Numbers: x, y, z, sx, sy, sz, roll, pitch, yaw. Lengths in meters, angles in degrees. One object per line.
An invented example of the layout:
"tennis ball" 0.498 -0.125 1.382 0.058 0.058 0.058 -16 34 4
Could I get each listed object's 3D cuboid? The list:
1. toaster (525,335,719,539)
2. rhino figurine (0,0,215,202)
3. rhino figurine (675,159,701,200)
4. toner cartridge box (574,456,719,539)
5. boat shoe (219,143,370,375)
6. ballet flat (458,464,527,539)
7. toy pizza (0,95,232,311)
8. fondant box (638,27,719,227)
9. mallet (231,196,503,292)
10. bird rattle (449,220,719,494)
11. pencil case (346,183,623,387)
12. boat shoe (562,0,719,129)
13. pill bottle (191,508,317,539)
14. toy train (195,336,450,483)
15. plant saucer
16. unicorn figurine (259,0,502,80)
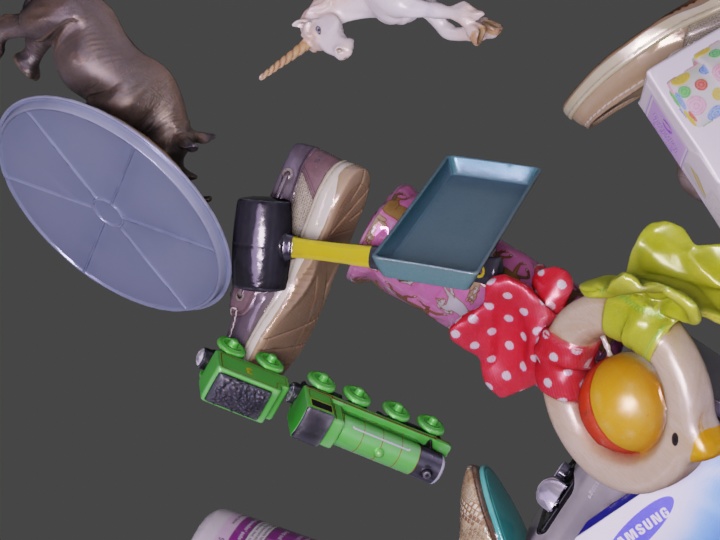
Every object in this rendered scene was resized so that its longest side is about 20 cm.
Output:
"toaster" 0.227 0.164 1.481 0.200 0.119 0.181 35 107 8
"rhino figurine" -0.175 -0.123 1.578 0.087 0.060 0.200 -43 88 15
"rhino figurine" 0.294 -0.042 1.438 0.199 0.087 0.060 28 105 10
"toner cartridge box" 0.243 0.149 1.389 0.200 0.043 0.095 -37 86 18
"boat shoe" -0.060 0.003 1.564 0.065 0.072 0.201 33 110 22
"ballet flat" 0.107 0.235 1.552 0.065 0.070 0.201 -29 88 22
"toy pizza" -0.170 -0.050 1.552 0.199 0.032 0.201 26 146 19
"fondant box" 0.296 -0.105 1.377 0.199 0.058 0.145 -30 77 -8
"mallet" 0.000 0.000 1.474 0.199 0.041 0.066 15 99 25
"bird rattle" 0.151 0.062 1.370 0.199 0.112 0.164 -26 81 42
"pencil case" 0.088 0.018 1.514 0.199 0.083 0.087 31 122 9
"boat shoe" 0.227 -0.145 1.459 0.199 0.072 0.065 -33 88 12
"pill bottle" -0.029 0.251 1.568 0.199 0.112 0.113 17 103 13
"toy train" -0.023 0.101 1.534 0.199 0.056 0.042 22 112 -18
"plant saucer" 0.066 -0.033 1.455 0.069 0.200 0.019 9 115 13
"unicorn figurine" 0.032 -0.203 1.502 0.137 0.074 0.201 24 108 21
